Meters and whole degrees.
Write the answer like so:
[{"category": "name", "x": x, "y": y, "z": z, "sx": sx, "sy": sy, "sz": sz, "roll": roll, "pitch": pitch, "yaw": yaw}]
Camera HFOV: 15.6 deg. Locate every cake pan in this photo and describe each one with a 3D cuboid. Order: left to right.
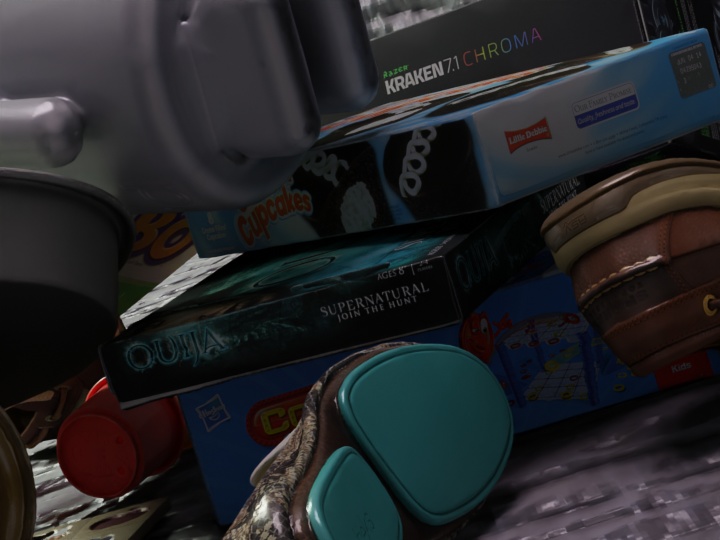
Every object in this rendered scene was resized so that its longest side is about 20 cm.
[{"category": "cake pan", "x": -0.174, "y": 0.019, "z": 0.927, "sx": 0.199, "sy": 0.037, "sz": 0.200, "roll": -12, "pitch": -18, "yaw": -4}]

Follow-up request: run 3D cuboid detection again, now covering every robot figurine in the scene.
[{"category": "robot figurine", "x": -0.092, "y": -0.076, "z": 0.957, "sx": 0.199, "sy": 0.114, "sz": 0.169, "roll": -1, "pitch": 21, "yaw": 35}]

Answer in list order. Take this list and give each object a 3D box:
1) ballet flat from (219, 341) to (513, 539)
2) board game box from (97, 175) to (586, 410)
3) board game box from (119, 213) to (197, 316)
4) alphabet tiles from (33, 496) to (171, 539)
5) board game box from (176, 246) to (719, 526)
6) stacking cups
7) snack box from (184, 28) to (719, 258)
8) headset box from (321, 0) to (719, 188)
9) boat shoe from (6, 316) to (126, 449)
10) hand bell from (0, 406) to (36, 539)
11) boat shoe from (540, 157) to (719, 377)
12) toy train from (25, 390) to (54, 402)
[{"category": "ballet flat", "x": -0.011, "y": 0.074, "z": 0.805, "sx": 0.075, "sy": 0.068, "sz": 0.200, "roll": -32, "pitch": 4, "yaw": 21}, {"category": "board game box", "x": 0.000, "y": 0.000, "z": 0.989, "sx": 0.135, "sy": 0.028, "sz": 0.200, "roll": -15, "pitch": 8, "yaw": 20}, {"category": "board game box", "x": -0.097, "y": -0.022, "z": 1.068, "sx": 0.200, "sy": 0.030, "sz": 0.096, "roll": -41, "pitch": -25, "yaw": 2}, {"category": "alphabet tiles", "x": -0.182, "y": 0.133, "z": 0.972, "sx": 0.199, "sy": 0.008, "sz": 0.167, "roll": -17, "pitch": 8, "yaw": 14}, {"category": "board game box", "x": 0.035, "y": 0.026, "z": 1.048, "sx": 0.195, "sy": 0.056, "sz": 0.200, "roll": -17, "pitch": 7, "yaw": 4}, {"category": "stacking cups", "x": -0.081, "y": 0.049, "z": 1.162, "sx": 0.060, "sy": 0.061, "sz": 0.200, "roll": -15, "pitch": 10, "yaw": 25}, {"category": "snack box", "x": 0.030, "y": -0.046, "z": 0.993, "sx": 0.116, "sy": 0.037, "sz": 0.200, "roll": -21, "pitch": 7, "yaw": -35}, {"category": "headset box", "x": 0.089, "y": -0.067, "z": 1.217, "sx": 0.173, "sy": 0.093, "sz": 0.200, "roll": -17, "pitch": -12, "yaw": 25}, {"category": "boat shoe", "x": -0.150, "y": 0.036, "z": 1.202, "sx": 0.072, "sy": 0.072, "sz": 0.200, "roll": -26, "pitch": -15, "yaw": -14}, {"category": "hand bell", "x": -0.163, "y": 0.089, "z": 0.984, "sx": 0.104, "sy": 0.105, "sz": 0.200, "roll": -18, "pitch": -5, "yaw": -3}, {"category": "boat shoe", "x": 0.145, "y": 0.005, "z": 0.907, "sx": 0.199, "sy": 0.068, "sz": 0.072, "roll": -2, "pitch": -24, "yaw": -43}, {"category": "toy train", "x": -0.242, "y": 0.075, "z": 1.138, "sx": 0.115, "sy": 0.085, "sz": 0.200, "roll": 9, "pitch": 17, "yaw": 35}]
